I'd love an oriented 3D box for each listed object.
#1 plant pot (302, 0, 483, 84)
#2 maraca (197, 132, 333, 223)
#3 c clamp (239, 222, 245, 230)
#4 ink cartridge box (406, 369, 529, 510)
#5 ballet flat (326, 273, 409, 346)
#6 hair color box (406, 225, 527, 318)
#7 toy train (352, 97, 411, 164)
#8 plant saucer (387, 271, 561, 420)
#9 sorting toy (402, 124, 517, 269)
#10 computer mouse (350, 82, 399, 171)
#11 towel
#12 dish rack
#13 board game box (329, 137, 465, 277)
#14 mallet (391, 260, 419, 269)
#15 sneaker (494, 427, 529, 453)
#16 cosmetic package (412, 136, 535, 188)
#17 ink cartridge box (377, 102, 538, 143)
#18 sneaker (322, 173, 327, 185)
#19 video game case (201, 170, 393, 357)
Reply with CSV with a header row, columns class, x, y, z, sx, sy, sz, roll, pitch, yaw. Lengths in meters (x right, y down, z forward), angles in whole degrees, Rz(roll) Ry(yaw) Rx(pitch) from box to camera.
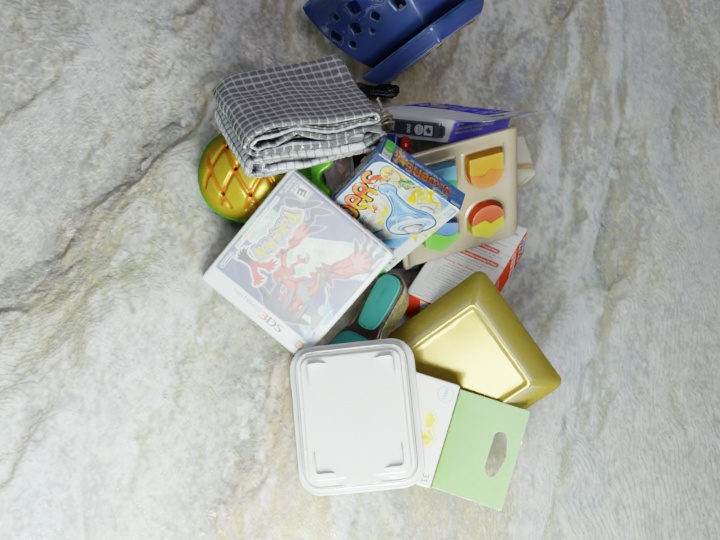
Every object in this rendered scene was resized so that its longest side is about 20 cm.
class,x,y,z,sx,sy,sz,roll,pitch,yaw
plant pot,0.064,-0.420,1.621,0.180,0.200,0.200,53,46,-7
maraca,-0.134,-0.134,1.429,0.199,0.107,0.138,4,92,17
c clamp,-0.074,-0.040,1.500,0.200,0.027,0.171,35,63,-12
ink cartridge box,0.114,0.226,1.393,0.199,0.048,0.146,16,81,12
ballet flat,0.006,0.097,1.453,0.071,0.071,0.200,37,75,-9
hair color box,0.161,0.002,1.553,0.111,0.064,0.200,23,56,19
toy train,0.027,-0.138,1.444,0.084,0.200,0.116,1,65,9
plant saucer,0.146,0.136,1.445,0.200,0.200,0.048,54,13,3
sorting toy,0.145,-0.101,1.478,0.199,0.186,0.036,-20,38,-16
computer mouse,0.021,-0.210,1.607,0.109,0.044,0.201,3,68,-27
towel,-0.082,-0.207,1.358,0.199,0.086,0.166,-14,38,-18
dish rack,-0.006,0.193,1.367,0.171,0.044,0.201,-6,78,2
board game box,0.030,-0.080,1.398,0.135,0.200,0.035,33,49,-14
mallet,0.000,0.000,1.489,0.199,0.041,0.066,6,69,-28
sneaker,0.168,0.187,1.503,0.084,0.073,0.200,-19,67,-29
cosmetic package,0.163,-0.157,1.622,0.199,0.105,0.071,-6,70,-27
ink cartridge box,0.140,-0.224,1.560,0.198,0.199,0.044,-20,114,-54
sneaker,-0.097,-0.211,1.499,0.084,0.121,0.200,-33,86,-34
video game case,-0.086,-0.007,1.398,0.182,0.200,0.023,40,12,-7
